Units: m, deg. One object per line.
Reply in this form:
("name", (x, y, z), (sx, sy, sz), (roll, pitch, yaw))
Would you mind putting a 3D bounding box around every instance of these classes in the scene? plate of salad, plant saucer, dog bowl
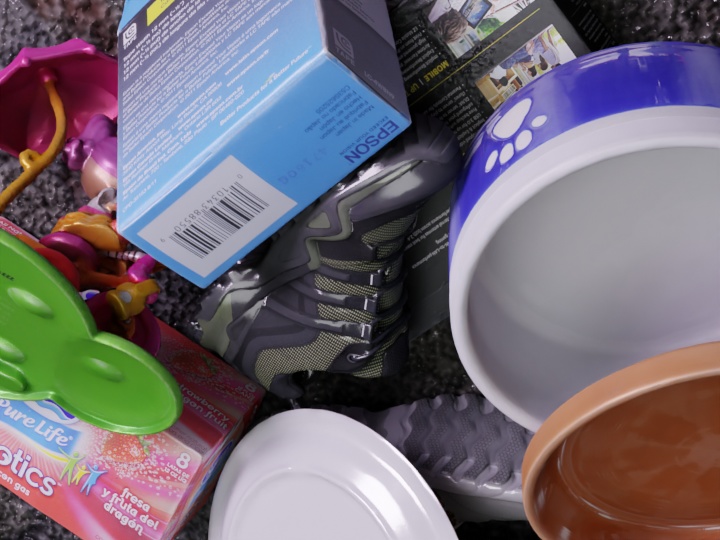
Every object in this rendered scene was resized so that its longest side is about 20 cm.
("plate of salad", (-0.008, 0.172, 0.875), (0.199, 0.048, 0.202), (9, 103, 42))
("plant saucer", (0.177, 0.092, 0.791), (0.199, 0.032, 0.201), (-2, 141, -2))
("dog bowl", (0.141, -0.007, 0.782), (0.198, 0.079, 0.201), (0, 131, 0))

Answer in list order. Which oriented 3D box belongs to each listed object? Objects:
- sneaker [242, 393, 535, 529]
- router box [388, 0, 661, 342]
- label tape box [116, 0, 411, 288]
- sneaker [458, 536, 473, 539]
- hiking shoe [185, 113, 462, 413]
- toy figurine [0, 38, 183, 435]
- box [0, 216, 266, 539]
("sneaker", (0.032, 0.121, 0.924), (0.199, 0.075, 0.082), (1, 123, 25))
("router box", (0.045, -0.066, 0.852), (0.199, 0.051, 0.150), (-34, 97, 26))
("label tape box", (-0.056, -0.111, 0.822), (0.143, 0.201, 0.066), (-38, 126, 25))
("sneaker", (0.012, 0.212, 0.959), (0.199, 0.070, 0.091), (-4, 113, 25))
("hiking shoe", (0.000, 0.000, 0.831), (0.101, 0.076, 0.200), (41, 131, -10))
("toy figurine", (-0.155, -0.036, 0.866), (0.199, 0.185, 0.150), (29, 142, -10))
("box", (-0.171, 0.069, 0.948), (0.199, 0.103, 0.095), (33, 115, 7))
